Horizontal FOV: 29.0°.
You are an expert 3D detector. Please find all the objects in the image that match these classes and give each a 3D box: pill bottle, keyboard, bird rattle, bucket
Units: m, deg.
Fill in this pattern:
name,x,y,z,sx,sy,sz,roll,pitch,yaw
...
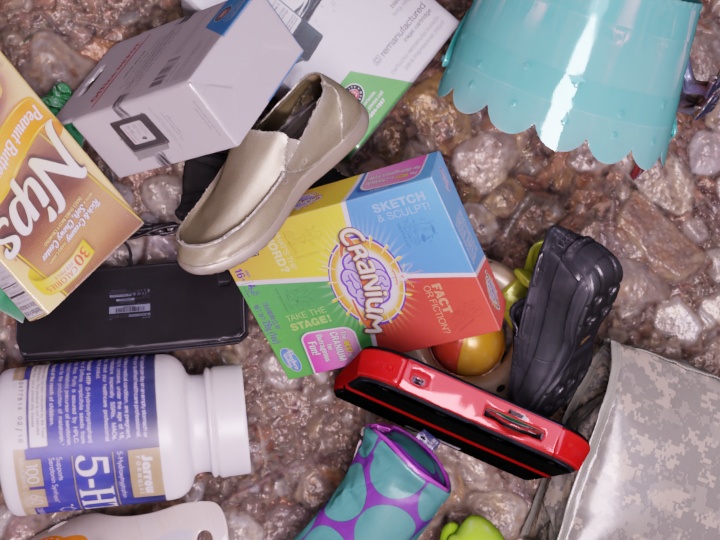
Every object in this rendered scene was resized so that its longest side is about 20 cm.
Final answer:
name,x,y,z,sx,sy,sz,roll,pitch,yaw
pill bottle,-0.192,0.132,1.144,0.197,0.120,0.122,-6,88,-6
keyboard,-0.193,0.012,1.176,0.197,0.021,0.129,-4,67,2
bird rattle,0.092,0.036,1.192,0.197,0.113,0.165,12,103,-2
bucket,0.175,-0.181,1.141,0.204,0.207,0.137,16,107,-5

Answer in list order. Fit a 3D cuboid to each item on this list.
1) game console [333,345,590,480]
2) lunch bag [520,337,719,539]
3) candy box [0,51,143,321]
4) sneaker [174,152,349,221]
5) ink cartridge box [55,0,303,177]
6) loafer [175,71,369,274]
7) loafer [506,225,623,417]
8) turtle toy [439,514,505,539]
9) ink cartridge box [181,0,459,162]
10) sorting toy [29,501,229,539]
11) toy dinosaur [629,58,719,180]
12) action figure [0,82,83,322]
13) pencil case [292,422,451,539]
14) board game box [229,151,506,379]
name,x,y,z,sx,sy,sz,roll,pitch,yaw
game console,0.079,0.120,1.146,0.198,0.177,0.031,25,77,-4
lunch bag,0.249,0.171,1.190,0.162,0.118,0.203,20,90,-7
candy box,-0.283,-0.074,1.115,0.116,0.055,0.201,-46,104,-26
sneaker,-0.059,-0.078,1.192,0.197,0.076,0.092,3,84,-7
ink cartridge box,-0.153,-0.146,1.132,0.067,0.198,0.117,50,53,-27
loafer,-0.079,-0.082,1.095,0.200,0.075,0.069,-48,130,-18
loafer,0.152,0.049,1.118,0.068,0.202,0.070,-26,55,-35
turtle toy,0.121,0.305,1.171,0.100,0.146,0.203,-11,88,15
ink cartridge box,-0.037,-0.217,1.193,0.199,0.083,0.147,40,85,-3
sorting toy,-0.164,0.280,1.132,0.178,0.107,0.202,-28,91,7
toy dinosaur,0.250,-0.220,1.225,0.200,0.105,0.182,-44,74,4
action figure,-0.291,-0.070,1.171,0.117,0.055,0.202,29,75,-13
pencil case,-0.010,0.218,1.148,0.092,0.085,0.201,44,107,23
board game box,0.000,0.000,1.133,0.198,0.041,0.154,-15,120,23
